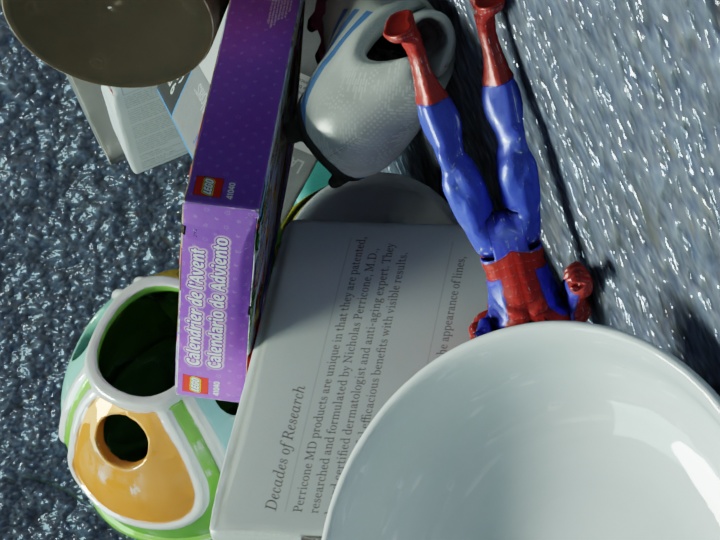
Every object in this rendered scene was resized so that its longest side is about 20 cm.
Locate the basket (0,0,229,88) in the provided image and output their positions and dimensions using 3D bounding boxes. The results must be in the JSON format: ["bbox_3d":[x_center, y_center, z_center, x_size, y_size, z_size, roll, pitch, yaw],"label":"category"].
[{"bbox_3d":[-0.118,-0.209,1.173,0.180,0.136,0.200,40,-136,-37],"label":"basket"}]

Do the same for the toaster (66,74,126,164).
[{"bbox_3d":[-0.146,-0.177,1.680,0.200,0.181,0.119,-134,22,-71],"label":"toaster"}]

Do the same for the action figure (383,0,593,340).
[{"bbox_3d":[0.064,-0.015,0.968,0.099,0.065,0.200,-94,-13,-66],"label":"action figure"}]

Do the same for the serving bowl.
[{"bbox_3d":[0.082,0.123,0.861,0.066,0.200,0.200,22,-142,-55],"label":"serving bowl"}]

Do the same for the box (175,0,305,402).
[{"bbox_3d":[-0.060,-0.052,1.109,0.200,0.039,0.137,-82,-1,-45],"label":"box"}]

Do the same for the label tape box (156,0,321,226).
[{"bbox_3d":[-0.069,-0.101,1.307,0.200,0.063,0.144,-61,27,17],"label":"label tape box"}]

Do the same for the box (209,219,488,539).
[{"bbox_3d":[0.022,0.110,1.112,0.199,0.130,0.200,76,-159,-49],"label":"box"}]

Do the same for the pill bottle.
[{"bbox_3d":[0.000,0.000,1.347,0.200,0.114,0.114,177,72,-83],"label":"pill bottle"}]

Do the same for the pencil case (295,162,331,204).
[{"bbox_3d":[-0.051,-0.077,1.604,0.085,0.092,0.200,66,173,-15],"label":"pencil case"}]

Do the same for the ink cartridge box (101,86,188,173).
[{"bbox_3d":[-0.100,-0.151,1.483,0.200,0.160,0.047,86,160,-68],"label":"ink cartridge box"}]

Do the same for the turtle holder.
[{"bbox_3d":[-0.084,0.057,1.191,0.141,0.185,0.132,42,165,30],"label":"turtle holder"}]

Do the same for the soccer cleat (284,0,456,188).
[{"bbox_3d":[0.018,-0.112,1.114,0.070,0.086,0.200,46,-156,-20],"label":"soccer cleat"}]
